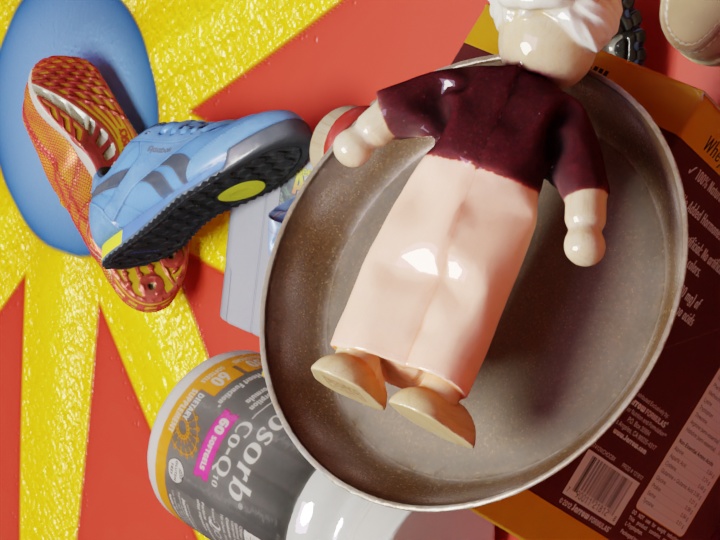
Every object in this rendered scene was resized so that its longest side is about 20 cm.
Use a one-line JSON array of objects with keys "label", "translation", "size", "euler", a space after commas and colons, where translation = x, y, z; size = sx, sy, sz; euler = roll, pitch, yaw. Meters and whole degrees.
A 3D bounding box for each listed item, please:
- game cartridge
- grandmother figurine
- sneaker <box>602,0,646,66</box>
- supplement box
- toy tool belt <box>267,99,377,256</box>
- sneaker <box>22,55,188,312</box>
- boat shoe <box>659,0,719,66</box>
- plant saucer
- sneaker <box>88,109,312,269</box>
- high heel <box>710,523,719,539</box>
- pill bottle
[{"label": "game cartridge", "translation": [-0.009, -0.010, 1.267], "size": [0.200, 0.041, 0.133], "euler": [20, 105, 44]}, {"label": "grandmother figurine", "translation": [0.047, -0.037, 0.848], "size": [0.121, 0.061, 0.200], "euler": [24, 80, 11]}, {"label": "sneaker", "translation": [0.104, -0.056, 1.122], "size": [0.085, 0.077, 0.200], "euler": [21, 109, 59]}, {"label": "supplement box", "translation": [0.101, 0.022, 0.984], "size": [0.133, 0.197, 0.200], "euler": [29, 86, 41]}, {"label": "toy tool belt", "translation": [0.000, 0.000, 1.140], "size": [0.123, 0.125, 0.200], "euler": [23, 135, 62]}, {"label": "sneaker", "translation": [-0.168, -0.053, 1.422], "size": [0.200, 0.073, 0.077], "euler": [64, 156, 25]}, {"label": "boat shoe", "translation": [0.183, -0.187, 1.012], "size": [0.072, 0.065, 0.200], "euler": [46, 130, 32]}, {"label": "plant saucer", "translation": [0.048, 0.006, 0.879], "size": [0.200, 0.032, 0.200], "euler": [-13, 63, 27]}, {"label": "sneaker", "translation": [-0.106, -0.068, 1.293], "size": [0.200, 0.066, 0.079], "euler": [-29, 69, 46]}, {"label": "high heel", "translation": [0.159, 0.138, 1.073], "size": [0.200, 0.067, 0.096], "euler": [10, 91, 43]}, {"label": "pill bottle", "translation": [-0.024, 0.130, 1.237], "size": [0.200, 0.116, 0.117], "euler": [24, 112, 43]}]
